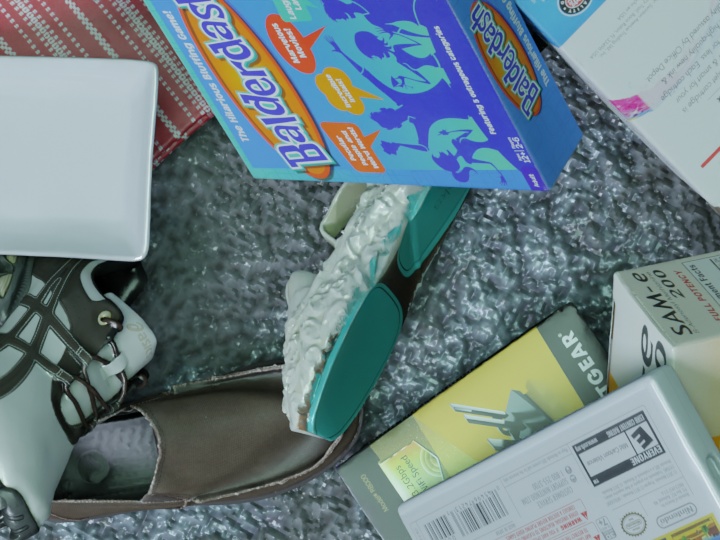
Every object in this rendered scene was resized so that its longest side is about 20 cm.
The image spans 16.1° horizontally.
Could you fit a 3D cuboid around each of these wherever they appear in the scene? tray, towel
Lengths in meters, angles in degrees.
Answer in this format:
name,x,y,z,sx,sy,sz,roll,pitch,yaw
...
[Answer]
name,x,y,z,sx,sy,sz,roll,pitch,yaw
tray,-0.197,-0.062,1.385,0.199,0.022,0.108,3,89,23
towel,-0.120,-0.144,1.408,0.200,0.022,0.145,-41,84,0

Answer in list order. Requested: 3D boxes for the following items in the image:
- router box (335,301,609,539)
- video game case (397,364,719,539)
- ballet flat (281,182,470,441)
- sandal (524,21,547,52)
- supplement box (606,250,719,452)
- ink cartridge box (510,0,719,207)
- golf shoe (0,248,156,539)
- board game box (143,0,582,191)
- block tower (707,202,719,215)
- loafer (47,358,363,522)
name,x,y,z,sx,sy,sz,roll,pitch,yaw
router box,0.106,0.142,1.365,0.157,0.052,0.200,-36,86,3
video game case,0.126,0.163,1.264,0.200,0.023,0.183,-32,85,44
ballet flat,0.000,0.000,1.360,0.071,0.072,0.201,28,71,5
sandal,0.097,-0.157,1.326,0.199,0.043,0.076,-31,86,8
supplement box,0.227,0.052,1.291,0.199,0.074,0.127,-12,125,-17
ink cartridge box,0.173,-0.117,1.288,0.115,0.068,0.200,-45,107,4
golf shoe,-0.155,0.053,1.324,0.094,0.078,0.201,-11,42,8
board game box,-0.004,-0.111,1.292,0.199,0.152,0.045,4,49,40
block tower,0.173,-0.093,1.367,0.054,0.058,0.200,-43,87,3
loafer,-0.094,0.099,1.372,0.199,0.071,0.073,-17,87,4
